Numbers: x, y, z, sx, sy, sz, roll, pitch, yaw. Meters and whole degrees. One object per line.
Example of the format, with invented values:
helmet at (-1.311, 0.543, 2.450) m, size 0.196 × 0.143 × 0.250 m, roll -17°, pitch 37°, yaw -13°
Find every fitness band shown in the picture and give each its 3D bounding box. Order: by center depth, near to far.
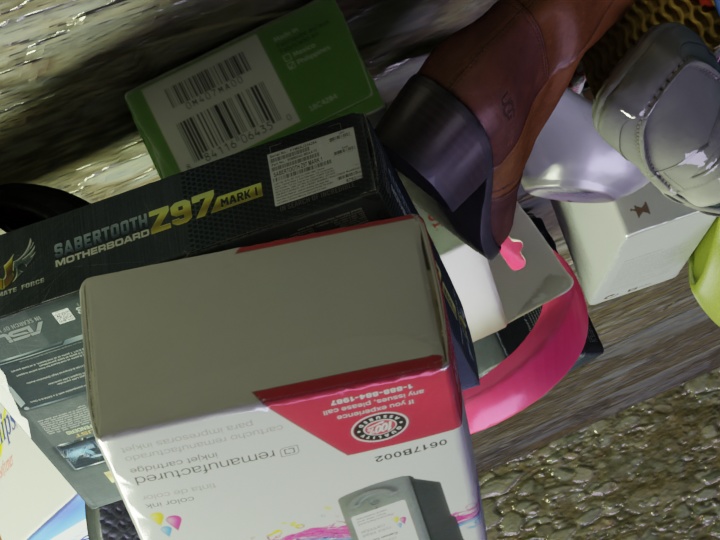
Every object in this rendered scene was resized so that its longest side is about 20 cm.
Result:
fitness band at (0.041, 0.024, 1.194) m, size 0.143 × 0.037 × 0.200 m, roll -33°, pitch -148°, yaw -11°

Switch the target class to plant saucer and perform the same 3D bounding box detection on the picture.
plant saucer at (0.244, -0.060, 1.398) m, size 0.031 × 0.201 × 0.200 m, roll 10°, pitch 167°, yaw 1°

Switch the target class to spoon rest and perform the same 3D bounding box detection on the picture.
spoon rest at (0.092, -0.077, 1.154) m, size 0.099 × 0.061 × 0.200 m, roll 1°, pitch 173°, yaw 37°

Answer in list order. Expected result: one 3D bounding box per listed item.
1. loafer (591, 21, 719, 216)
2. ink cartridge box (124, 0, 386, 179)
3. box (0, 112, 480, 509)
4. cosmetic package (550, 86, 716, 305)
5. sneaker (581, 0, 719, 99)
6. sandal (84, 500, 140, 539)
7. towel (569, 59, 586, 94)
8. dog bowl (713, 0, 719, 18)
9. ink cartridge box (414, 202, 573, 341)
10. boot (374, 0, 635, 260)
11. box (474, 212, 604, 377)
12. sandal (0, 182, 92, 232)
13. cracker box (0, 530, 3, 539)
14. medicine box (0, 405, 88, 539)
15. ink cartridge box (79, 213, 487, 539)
loafer at (0.164, -0.069, 1.049) m, size 0.070 × 0.070 × 0.200 m, roll -51°, pitch 160°, yaw 8°
ink cartridge box at (-0.042, -0.056, 1.029) m, size 0.104 × 0.059 × 0.200 m, roll -26°, pitch 169°, yaw -3°
box at (-0.063, 0.023, 0.955) m, size 0.199 × 0.051 × 0.158 m, roll -18°, pitch 141°, yaw 10°
cosmetic package at (0.174, -0.052, 1.399) m, size 0.074 × 0.102 × 0.200 m, roll -19°, pitch 169°, yaw -6°
sneaker at (0.201, -0.142, 1.138) m, size 0.090 × 0.075 × 0.200 m, roll -9°, pitch 161°, yaw -38°
sandal at (-0.128, 0.081, 1.188) m, size 0.076 × 0.201 × 0.043 m, roll -17°, pitch -159°, yaw -34°
towel at (0.043, -0.059, 1.276) m, size 0.200 × 0.030 × 0.146 m, roll -25°, pitch 169°, yaw -7°
dog bowl at (0.232, -0.116, 1.043) m, size 0.111 × 0.200 × 0.050 m, roll -11°, pitch -140°, yaw 23°
ink cartridge box at (0.000, 0.000, 1.150) m, size 0.200 × 0.117 × 0.068 m, roll -24°, pitch 127°, yaw -4°
boot at (0.091, -0.109, 1.000) m, size 0.200 × 0.068 × 0.188 m, roll -50°, pitch 159°, yaw -3°
box at (0.037, 0.054, 1.532) m, size 0.200 × 0.124 × 0.196 m, roll -31°, pitch 165°, yaw 23°
sandal at (-0.131, -0.009, 0.999) m, size 0.200 × 0.048 × 0.075 m, roll 8°, pitch 166°, yaw -22°
cracker box at (-0.165, 0.140, 1.439) m, size 0.200 × 0.134 × 0.058 m, roll -20°, pitch 168°, yaw -29°
medicine box at (-0.120, 0.091, 1.338) m, size 0.199 × 0.103 × 0.182 m, roll -13°, pitch 166°, yaw -27°
ink cartridge box at (-0.026, 0.078, 0.924) m, size 0.147 × 0.086 × 0.200 m, roll -13°, pitch 141°, yaw 1°
